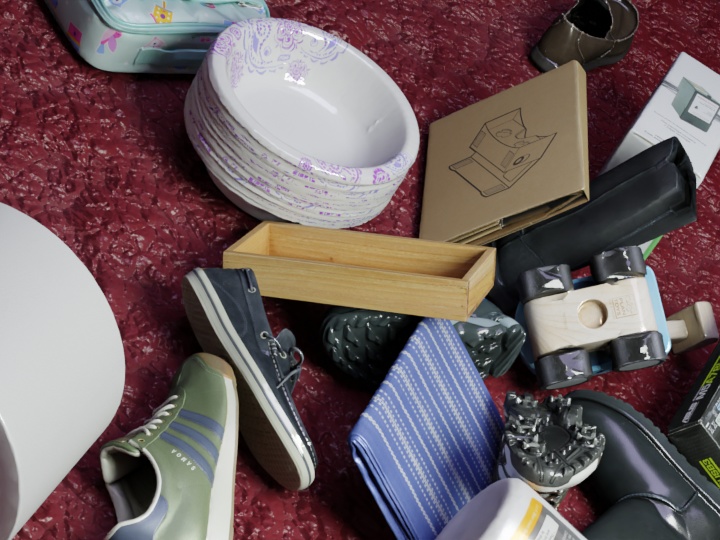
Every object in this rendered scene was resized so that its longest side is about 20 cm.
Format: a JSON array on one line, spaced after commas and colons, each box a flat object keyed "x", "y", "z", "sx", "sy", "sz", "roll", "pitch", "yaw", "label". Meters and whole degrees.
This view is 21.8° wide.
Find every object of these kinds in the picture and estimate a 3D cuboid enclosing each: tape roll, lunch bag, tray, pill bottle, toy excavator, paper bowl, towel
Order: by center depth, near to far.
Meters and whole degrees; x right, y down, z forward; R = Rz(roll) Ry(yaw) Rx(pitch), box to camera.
[{"x": -0.266, "y": 0.071, "z": 1.170, "sx": 0.202, "sy": 0.203, "sz": 0.139, "roll": 33, "pitch": 36, "yaw": 2, "label": "tape roll"}, {"x": 0.142, "y": 0.251, "z": 1.316, "sx": 0.200, "sy": 0.116, "sz": 0.117, "roll": 43, "pitch": 36, "yaw": -6, "label": "pill bottle"}, {"x": 0.054, "y": 0.132, "z": 1.423, "sx": 0.146, "sy": 0.024, "sz": 0.200, "roll": 62, "pitch": 31, "yaw": -18, "label": "towel"}, {"x": 0.000, "y": 0.000, "z": 1.488, "sx": 0.198, "sy": 0.037, "sz": 0.099, "roll": 8, "pitch": 18, "yaw": 15, "label": "tray"}, {"x": -0.057, "y": -0.115, "z": 1.611, "sx": 0.199, "sy": 0.105, "sz": 0.202, "roll": 20, "pitch": 38, "yaw": -16, "label": "paper bowl"}, {"x": 0.227, "y": 0.048, "z": 1.637, "sx": 0.193, "sy": 0.200, "sz": 0.101, "roll": -12, "pitch": 78, "yaw": -2, "label": "toy excavator"}, {"x": -0.182, "y": -0.248, "z": 1.694, "sx": 0.199, "sy": 0.077, "sz": 0.161, "roll": -6, "pitch": 51, "yaw": -40, "label": "lunch bag"}]

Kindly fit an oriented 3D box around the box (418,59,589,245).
[{"x": 0.132, "y": -0.101, "z": 1.698, "sx": 0.021, "sy": 0.162, "sz": 0.201, "roll": 54, "pitch": 26, "yaw": -31, "label": "box"}]

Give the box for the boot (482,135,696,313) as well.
[{"x": 0.199, "y": -0.068, "z": 1.658, "sx": 0.066, "sy": 0.199, "sz": 0.166, "roll": 36, "pitch": 35, "yaw": -36, "label": "boot"}]

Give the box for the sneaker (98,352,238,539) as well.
[{"x": -0.138, "y": 0.127, "z": 1.307, "sx": 0.089, "sy": 0.067, "sz": 0.201, "roll": 21, "pitch": 41, "yaw": -23, "label": "sneaker"}]

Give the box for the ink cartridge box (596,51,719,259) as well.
[{"x": 0.286, "y": -0.102, "z": 1.810, "sx": 0.084, "sy": 0.146, "sz": 0.200, "roll": 33, "pitch": 36, "yaw": 4, "label": "ink cartridge box"}]

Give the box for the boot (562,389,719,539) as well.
[{"x": 0.201, "y": 0.197, "z": 1.478, "sx": 0.198, "sy": 0.074, "sz": 0.162, "roll": 40, "pitch": 43, "yaw": 13, "label": "boot"}]

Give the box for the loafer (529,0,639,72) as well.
[{"x": 0.258, "y": -0.264, "z": 2.035, "sx": 0.073, "sy": 0.072, "sz": 0.200, "roll": 39, "pitch": 37, "yaw": 9, "label": "loafer"}]

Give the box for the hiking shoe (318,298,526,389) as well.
[{"x": 0.039, "y": 0.048, "z": 1.537, "sx": 0.199, "sy": 0.075, "sz": 0.087, "roll": 7, "pitch": 29, "yaw": -39, "label": "hiking shoe"}]

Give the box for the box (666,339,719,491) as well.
[{"x": 0.363, "y": 0.145, "z": 1.587, "sx": 0.194, "sy": 0.047, "sz": 0.200, "roll": 52, "pitch": 46, "yaw": -13, "label": "box"}]

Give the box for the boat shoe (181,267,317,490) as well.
[{"x": -0.072, "y": 0.074, "z": 1.402, "sx": 0.062, "sy": 0.075, "sz": 0.201, "roll": -15, "pitch": 55, "yaw": -21, "label": "boat shoe"}]

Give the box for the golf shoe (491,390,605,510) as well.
[{"x": 0.138, "y": 0.153, "z": 1.407, "sx": 0.077, "sy": 0.095, "sz": 0.200, "roll": 11, "pitch": 7, "yaw": 4, "label": "golf shoe"}]
